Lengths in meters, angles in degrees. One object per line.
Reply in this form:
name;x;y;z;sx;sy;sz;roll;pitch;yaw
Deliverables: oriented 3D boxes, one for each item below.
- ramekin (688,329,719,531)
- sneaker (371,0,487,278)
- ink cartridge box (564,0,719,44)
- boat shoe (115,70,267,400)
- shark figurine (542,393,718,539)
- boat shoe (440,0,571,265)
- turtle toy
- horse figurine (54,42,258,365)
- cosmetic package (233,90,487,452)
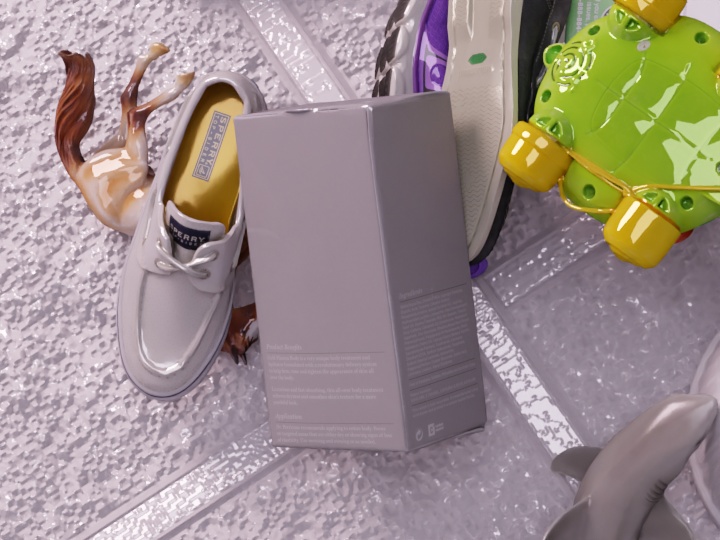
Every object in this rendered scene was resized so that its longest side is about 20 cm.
ramekin;0.289;0.085;1.351;0.200;0.105;0.201;-1;76;4
sneaker;0.050;-0.088;1.442;0.083;0.081;0.200;2;85;-9
ink cartridge box;0.227;-0.169;1.432;0.200;0.088;0.146;3;76;7
boat shoe;-0.099;-0.021;1.381;0.071;0.070;0.200;17;92;2
shark figurine;0.137;0.176;1.342;0.128;0.089;0.215;2;93;42
boat shoe;0.084;-0.098;1.383;0.072;0.068;0.200;6;84;46
turtle toy;0.183;-0.068;1.328;0.200;0.101;0.146;38;93;18
horse figurine;-0.114;-0.052;1.441;0.200;0.050;0.133;35;98;4
cosmetic package;0.000;0.000;1.356;0.107;0.090;0.200;1;97;39
